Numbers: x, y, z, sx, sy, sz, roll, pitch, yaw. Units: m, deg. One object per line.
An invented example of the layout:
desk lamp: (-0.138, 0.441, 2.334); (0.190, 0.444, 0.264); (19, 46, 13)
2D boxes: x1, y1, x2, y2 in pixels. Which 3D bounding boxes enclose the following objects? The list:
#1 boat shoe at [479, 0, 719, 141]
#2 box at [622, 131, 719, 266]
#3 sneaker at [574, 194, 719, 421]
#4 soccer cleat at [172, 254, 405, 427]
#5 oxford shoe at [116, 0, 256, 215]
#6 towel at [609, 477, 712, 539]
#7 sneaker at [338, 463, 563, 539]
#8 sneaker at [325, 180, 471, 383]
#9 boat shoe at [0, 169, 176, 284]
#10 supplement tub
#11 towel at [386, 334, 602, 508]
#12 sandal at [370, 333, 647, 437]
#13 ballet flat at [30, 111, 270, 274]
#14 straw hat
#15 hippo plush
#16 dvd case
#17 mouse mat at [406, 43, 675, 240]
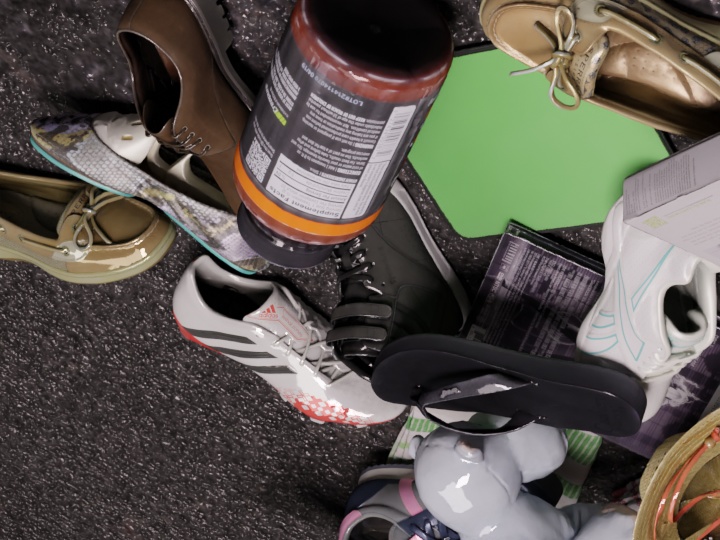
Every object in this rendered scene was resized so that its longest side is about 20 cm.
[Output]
boat shoe: (0.162, -0.124, 1.267); (0.199, 0.063, 0.074); (17, 139, 11)
box: (0.275, -0.032, 1.266); (0.199, 0.037, 0.144); (23, 149, -32)
sneaker: (0.189, 0.039, 1.392); (0.080, 0.070, 0.201); (55, 155, 40)
soccer cleat: (-0.053, 0.053, 1.620); (0.199, 0.069, 0.085); (28, 148, 9)
oxford shoe: (-0.112, -0.101, 1.447); (0.072, 0.084, 0.201); (2, 131, 43)
towel: (0.290, 0.192, 1.586); (0.146, 0.030, 0.200); (39, 142, -15)
sneaker: (0.067, 0.193, 1.654); (0.199, 0.082, 0.070); (-14, 126, 42)
sneaker: (0.000, 0.000, 1.494); (0.070, 0.099, 0.200); (-10, 127, 42)
boat shoe: (-0.232, -0.042, 1.622); (0.200, 0.073, 0.063); (12, 146, 33)
supplement tub: (-0.019, -0.090, 1.375); (0.107, 0.107, 0.200); (28, 135, 1)
towel: (0.103, 0.133, 1.645); (0.152, 0.023, 0.200); (23, 143, 7)
sandal: (0.091, 0.084, 1.434); (0.199, 0.043, 0.076); (5, 146, 29)
ballet flat: (-0.140, -0.075, 1.538); (0.200, 0.072, 0.072); (31, 143, -2)
straw hat: (0.243, 0.155, 1.479); (0.085, 0.201, 0.201); (30, 157, 53)
hippo plush: (0.095, 0.178, 1.531); (0.161, 0.200, 0.159); (59, 156, -2)
dvd case: (0.172, 0.058, 1.501); (0.199, 0.016, 0.149); (25, 136, 4)
mouse mat: (0.108, -0.085, 1.400); (0.199, 0.008, 0.161); (-7, 130, 37)
